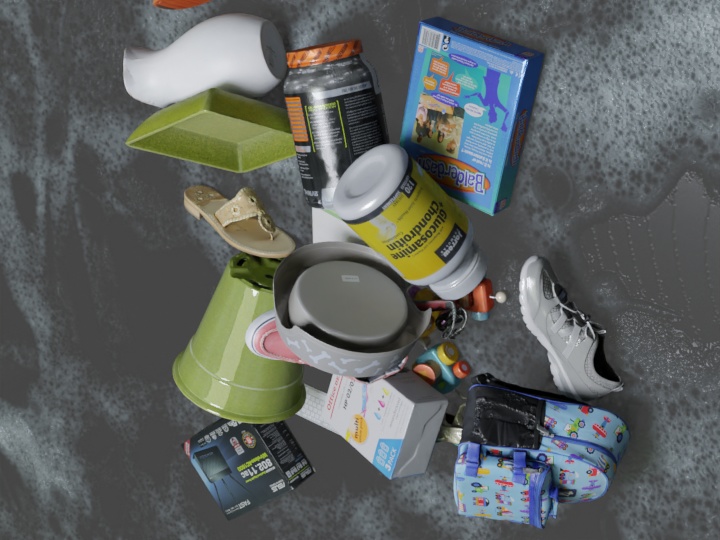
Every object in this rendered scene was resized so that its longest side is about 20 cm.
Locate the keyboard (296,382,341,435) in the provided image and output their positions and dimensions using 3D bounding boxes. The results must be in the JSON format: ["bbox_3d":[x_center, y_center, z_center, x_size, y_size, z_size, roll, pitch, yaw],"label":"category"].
[{"bbox_3d":[-0.089,0.196,1.724,0.200,0.011,0.056,21,120,31],"label":"keyboard"}]

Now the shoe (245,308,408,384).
[{"bbox_3d":[-0.039,0.095,1.428,0.091,0.200,0.072,39,120,54],"label":"shoe"}]

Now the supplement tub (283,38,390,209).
[{"bbox_3d":[-0.028,-0.187,1.438,0.122,0.122,0.201,1,108,38],"label":"supplement tub"}]

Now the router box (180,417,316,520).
[{"bbox_3d":[-0.181,0.298,1.800,0.200,0.062,0.150,-34,88,44],"label":"router box"}]

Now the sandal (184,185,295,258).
[{"bbox_3d":[-0.179,-0.091,1.631,0.211,0.078,0.070,30,131,32],"label":"sandal"}]

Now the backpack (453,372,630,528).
[{"bbox_3d":[0.219,0.228,1.367,0.199,0.135,0.183,9,147,8],"label":"backpack"}]

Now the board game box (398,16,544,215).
[{"bbox_3d":[0.127,-0.187,1.366,0.152,0.045,0.200,27,123,27],"label":"board game box"}]

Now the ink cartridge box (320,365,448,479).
[{"bbox_3d":[0.017,0.175,1.515,0.200,0.068,0.115,35,117,43],"label":"ink cartridge box"}]

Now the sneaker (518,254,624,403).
[{"bbox_3d":[0.256,0.066,1.360,0.082,0.075,0.200,-16,109,35],"label":"sneaker"}]

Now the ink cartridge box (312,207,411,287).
[{"bbox_3d":[0.000,0.000,1.547,0.145,0.048,0.200,29,140,27],"label":"ink cartridge box"}]

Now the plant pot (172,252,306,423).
[{"bbox_3d":[-0.150,0.083,1.610,0.200,0.200,0.190,32,120,25],"label":"plant pot"}]

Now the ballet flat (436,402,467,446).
[{"bbox_3d":[0.123,0.204,1.529,0.199,0.067,0.063,10,104,25],"label":"ballet flat"}]

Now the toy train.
[{"bbox_3d":[0.118,0.090,1.483,0.150,0.056,0.201,11,115,36],"label":"toy train"}]

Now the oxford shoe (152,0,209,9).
[{"bbox_3d":[-0.216,-0.421,1.540,0.200,0.071,0.073,-25,72,38],"label":"oxford shoe"}]

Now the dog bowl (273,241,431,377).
[{"bbox_3d":[-0.015,0.050,1.397,0.200,0.200,0.059,36,132,22],"label":"dog bowl"}]

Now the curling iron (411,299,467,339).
[{"bbox_3d":[0.059,0.058,1.470,0.200,0.026,0.050,4,93,47],"label":"curling iron"}]

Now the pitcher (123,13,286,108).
[{"bbox_3d":[-0.196,-0.271,1.547,0.199,0.172,0.122,-9,77,21],"label":"pitcher"}]

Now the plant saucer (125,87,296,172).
[{"bbox_3d":[-0.182,-0.191,1.524,0.200,0.199,0.048,-12,73,47],"label":"plant saucer"}]

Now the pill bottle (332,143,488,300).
[{"bbox_3d":[0.067,-0.053,1.380,0.112,0.112,0.200,-16,133,42],"label":"pill bottle"}]
